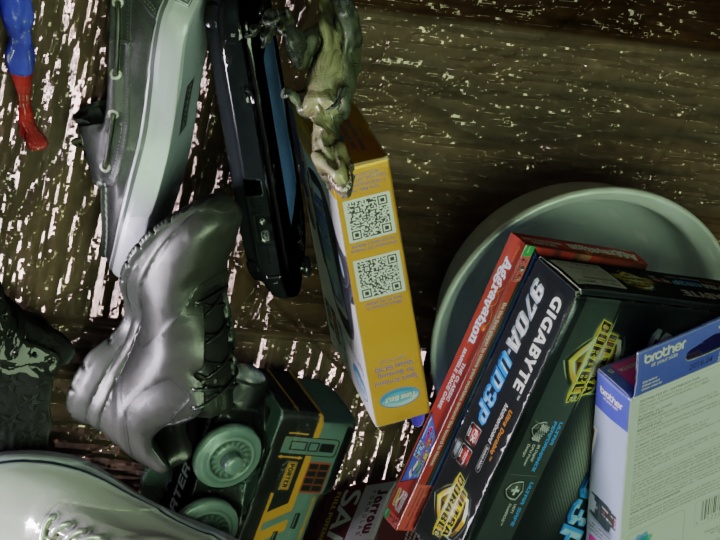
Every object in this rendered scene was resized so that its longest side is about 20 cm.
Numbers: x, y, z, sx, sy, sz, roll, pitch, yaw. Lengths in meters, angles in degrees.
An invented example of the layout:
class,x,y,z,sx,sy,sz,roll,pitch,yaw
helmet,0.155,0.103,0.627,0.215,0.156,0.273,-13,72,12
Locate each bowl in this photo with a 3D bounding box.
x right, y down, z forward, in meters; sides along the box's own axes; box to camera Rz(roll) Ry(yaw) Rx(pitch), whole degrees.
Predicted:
class,x,y,z,sx,sy,sz,roll,pitch,yaw
bowl,0.129,0.022,1.598,0.200,0.090,0.202,-7,118,-13

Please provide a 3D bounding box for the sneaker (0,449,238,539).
class,x,y,z,sx,sy,sz,roll,pitch,yaw
sneaker,-0.156,0.164,1.524,0.199,0.071,0.073,18,104,1

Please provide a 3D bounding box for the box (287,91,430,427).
class,x,y,z,sx,sy,sz,roll,pitch,yaw
box,0.000,0.000,1.534,0.041,0.119,0.201,-13,118,-9

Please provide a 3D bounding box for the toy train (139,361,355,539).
class,x,y,z,sx,sy,sz,roll,pitch,yaw
toy train,-0.080,0.151,1.610,0.114,0.085,0.201,7,114,-30

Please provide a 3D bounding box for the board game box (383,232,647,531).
class,x,y,z,sx,sy,sz,roll,pitch,yaw
board game box,0.094,0.073,1.536,0.103,0.019,0.201,7,115,-39

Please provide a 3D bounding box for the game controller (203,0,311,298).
class,x,y,z,sx,sy,sz,roll,pitch,yaw
game controller,-0.055,-0.087,1.484,0.042,0.104,0.201,-1,119,13

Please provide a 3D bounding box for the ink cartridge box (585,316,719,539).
class,x,y,z,sx,sy,sz,roll,pitch,yaw
ink cartridge box,0.195,0.102,1.521,0.119,0.042,0.201,-21,133,-26

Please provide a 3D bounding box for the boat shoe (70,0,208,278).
class,x,y,z,sx,sy,sz,roll,pitch,yaw
boat shoe,-0.137,-0.087,1.485,0.066,0.070,0.201,18,125,8

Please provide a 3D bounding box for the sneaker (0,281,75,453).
class,x,y,z,sx,sy,sz,roll,pitch,yaw
sneaker,-0.221,0.035,1.523,0.104,0.060,0.201,4,119,-17

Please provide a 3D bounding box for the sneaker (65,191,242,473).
class,x,y,z,sx,sy,sz,roll,pitch,yaw
sneaker,-0.104,0.038,1.504,0.076,0.091,0.200,-29,153,-46

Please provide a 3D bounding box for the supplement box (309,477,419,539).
class,x,y,z,sx,sy,sz,roll,pitch,yaw
supplement box,0.035,0.246,1.665,0.061,0.109,0.200,-13,125,32

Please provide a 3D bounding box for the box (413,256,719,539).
class,x,y,z,sx,sy,sz,roll,pitch,yaw
box,0.138,0.093,1.534,0.159,0.046,0.201,8,114,-39

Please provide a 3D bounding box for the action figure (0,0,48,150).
class,x,y,z,sx,sy,sz,roll,pitch,yaw
action figure,-0.202,-0.154,1.415,0.065,0.099,0.201,-6,114,-15

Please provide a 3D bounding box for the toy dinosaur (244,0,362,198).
class,x,y,z,sx,sy,sz,roll,pitch,yaw
toy dinosaur,-0.020,-0.140,1.431,0.047,0.201,0.088,-4,150,27
